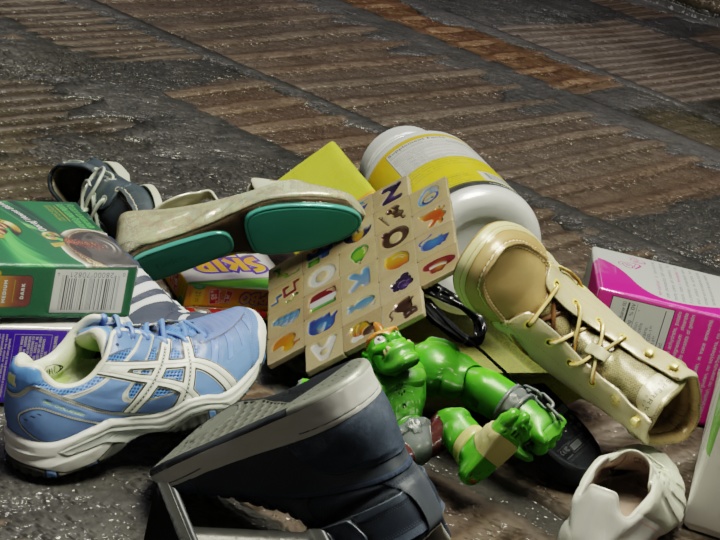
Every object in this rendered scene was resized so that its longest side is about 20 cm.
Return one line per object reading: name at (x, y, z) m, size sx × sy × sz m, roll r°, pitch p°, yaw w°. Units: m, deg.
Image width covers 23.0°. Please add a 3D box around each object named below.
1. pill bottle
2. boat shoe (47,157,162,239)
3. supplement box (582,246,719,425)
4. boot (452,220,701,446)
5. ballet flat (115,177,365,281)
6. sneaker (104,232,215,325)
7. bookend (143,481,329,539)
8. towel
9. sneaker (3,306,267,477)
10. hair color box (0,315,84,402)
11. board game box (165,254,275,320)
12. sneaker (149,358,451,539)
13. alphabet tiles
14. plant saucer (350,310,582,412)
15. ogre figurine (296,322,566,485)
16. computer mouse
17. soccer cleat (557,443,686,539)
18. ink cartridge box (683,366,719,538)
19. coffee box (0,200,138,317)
pill bottle at (0.066, -0.051, 1.479) m, size 0.112 × 0.112 × 0.200 m, roll 6°, pitch 21°, yaw -21°
boat shoe at (-0.216, -0.053, 1.497) m, size 0.062 × 0.075 × 0.200 m, roll 5°, pitch 20°, yaw -27°
supplement box at (0.278, 0.062, 1.473) m, size 0.199 × 0.104 × 0.101 m, roll 15°, pitch 21°, yaw -1°
boot at (0.159, 0.049, 1.263) m, size 0.155 × 0.073 × 0.200 m, roll 39°, pitch -3°, yaw 36°
ballet flat at (-0.098, -0.044, 1.389) m, size 0.199 × 0.068 × 0.062 m, roll -12°, pitch 53°, yaw -4°
sneaker at (-0.147, 0.036, 1.306) m, size 0.108 × 0.070 × 0.200 m, roll 1°, pitch 30°, yaw -19°
bookend at (-0.002, 0.204, 0.922) m, size 0.199 × 0.092 × 0.199 m, roll 7°, pitch 21°, yaw -21°
towel at (-0.026, -0.047, 1.477) m, size 0.086 × 0.018 × 0.200 m, roll -35°, pitch 29°, yaw -1°
sneaker at (-0.143, 0.064, 1.155) m, size 0.200 × 0.077 × 0.076 m, roll -26°, pitch 35°, yaw -35°
hair color box at (-0.294, 0.041, 1.212) m, size 0.199 × 0.065 × 0.109 m, roll 4°, pitch 23°, yaw -30°
board game box at (-0.126, -0.008, 1.508) m, size 0.095 × 0.030 × 0.200 m, roll 4°, pitch 24°, yaw -24°
sneaker at (-0.035, 0.147, 1.090) m, size 0.202 × 0.146 × 0.077 m, roll -21°, pitch 15°, yaw 45°
alphabet tiles at (0.000, 0.000, 1.354) m, size 0.166 × 0.006 × 0.200 m, roll -28°, pitch 30°, yaw 14°
plant saucer at (0.069, 0.060, 1.419) m, size 0.199 × 0.048 × 0.200 m, roll 1°, pitch 23°, yaw -29°
ogre figurine at (0.030, 0.104, 1.218) m, size 0.200 × 0.098 × 0.120 m, roll -30°, pitch 51°, yaw -16°
computer mouse at (0.101, 0.084, 1.303) m, size 0.200 × 0.034 × 0.059 m, roll 49°, pitch 39°, yaw 12°
soccer cleat at (0.186, 0.151, 1.209) m, size 0.069 × 0.078 × 0.200 m, roll 20°, pitch 21°, yaw 17°
ink cartridge box at (0.306, 0.089, 1.305) m, size 0.084 × 0.146 × 0.200 m, roll 17°, pitch 31°, yaw 10°
coffee box at (-0.266, -0.010, 1.209) m, size 0.200 × 0.044 × 0.123 m, roll 1°, pitch 23°, yaw -33°
